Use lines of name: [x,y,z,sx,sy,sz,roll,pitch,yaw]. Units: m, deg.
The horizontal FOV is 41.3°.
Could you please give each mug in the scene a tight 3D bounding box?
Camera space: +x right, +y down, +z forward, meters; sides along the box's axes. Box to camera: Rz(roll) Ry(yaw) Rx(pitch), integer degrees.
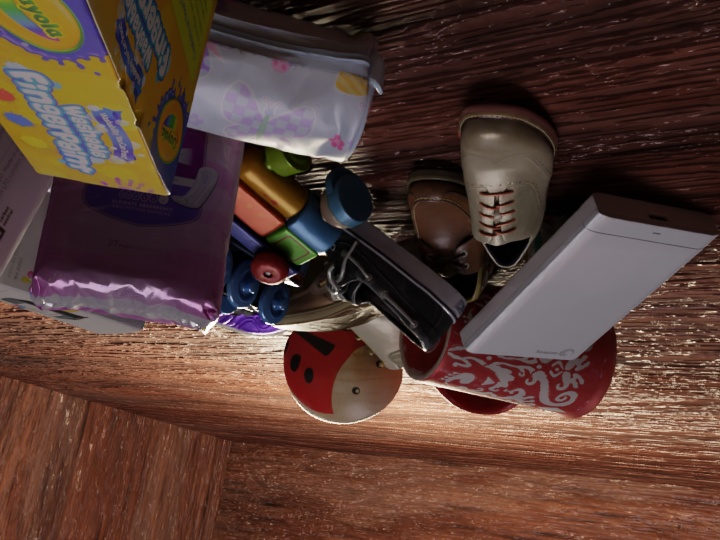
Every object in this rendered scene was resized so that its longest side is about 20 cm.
mug: [0.145,0.097,1.018,0.199,0.179,0.134,12,-161,-26]

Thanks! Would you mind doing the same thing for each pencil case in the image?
pencil case: [-0.087,-0.131,0.590,0.198,0.084,0.091,14,142,-12]

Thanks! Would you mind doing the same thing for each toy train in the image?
toy train: [-0.091,-0.083,0.786,0.115,0.085,0.200,-25,127,37]
toy train: [-0.122,-0.024,0.910,0.086,0.115,0.200,10,166,29]

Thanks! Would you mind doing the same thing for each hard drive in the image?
hard drive: [0.192,0.013,0.823,0.131,0.027,0.200,7,142,-28]

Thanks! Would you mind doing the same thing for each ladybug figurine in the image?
ladybug figurine: [-0.033,0.113,1.185,0.199,0.136,0.072,18,154,50]

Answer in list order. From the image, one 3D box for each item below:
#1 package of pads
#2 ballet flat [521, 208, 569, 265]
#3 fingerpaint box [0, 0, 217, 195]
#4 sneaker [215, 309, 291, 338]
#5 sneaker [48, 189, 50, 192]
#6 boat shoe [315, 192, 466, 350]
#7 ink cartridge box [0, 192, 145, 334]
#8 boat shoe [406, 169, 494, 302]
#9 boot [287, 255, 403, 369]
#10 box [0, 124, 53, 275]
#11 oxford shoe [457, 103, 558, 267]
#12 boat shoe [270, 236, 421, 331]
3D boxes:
package of pads: [-0.142,-0.062,0.642,0.119,0.202,0.076,10,159,-12]
ballet flat: [0.202,0.004,0.898,0.075,0.064,0.199,-5,158,39]
fingerpaint box: [-0.110,-0.147,0.397,0.073,0.168,0.200,10,164,0]
sneaker: [-0.172,0.035,1.219,0.198,0.070,0.100,5,161,14]
sneaker: [-0.216,-0.083,0.851,0.092,0.076,0.199,-10,156,40]
boat shoe: [0.001,0.001,0.870,0.199,0.068,0.074,37,168,20]
ink cartridge box: [-0.294,-0.036,0.917,0.085,0.149,0.199,-4,160,43]
boat shoe: [0.087,-0.026,0.857,0.071,0.069,0.200,3,162,22]
boot: [-0.011,0.049,1.093,0.199,0.072,0.155,-8,136,38]
box: [-0.350,-0.069,0.678,0.130,0.200,0.200,0,146,32]
oxford shoe: [0.111,-0.060,0.717,0.070,0.074,0.200,4,163,19]
boat shoe: [-0.010,0.018,0.965,0.199,0.065,0.071,-17,163,32]
